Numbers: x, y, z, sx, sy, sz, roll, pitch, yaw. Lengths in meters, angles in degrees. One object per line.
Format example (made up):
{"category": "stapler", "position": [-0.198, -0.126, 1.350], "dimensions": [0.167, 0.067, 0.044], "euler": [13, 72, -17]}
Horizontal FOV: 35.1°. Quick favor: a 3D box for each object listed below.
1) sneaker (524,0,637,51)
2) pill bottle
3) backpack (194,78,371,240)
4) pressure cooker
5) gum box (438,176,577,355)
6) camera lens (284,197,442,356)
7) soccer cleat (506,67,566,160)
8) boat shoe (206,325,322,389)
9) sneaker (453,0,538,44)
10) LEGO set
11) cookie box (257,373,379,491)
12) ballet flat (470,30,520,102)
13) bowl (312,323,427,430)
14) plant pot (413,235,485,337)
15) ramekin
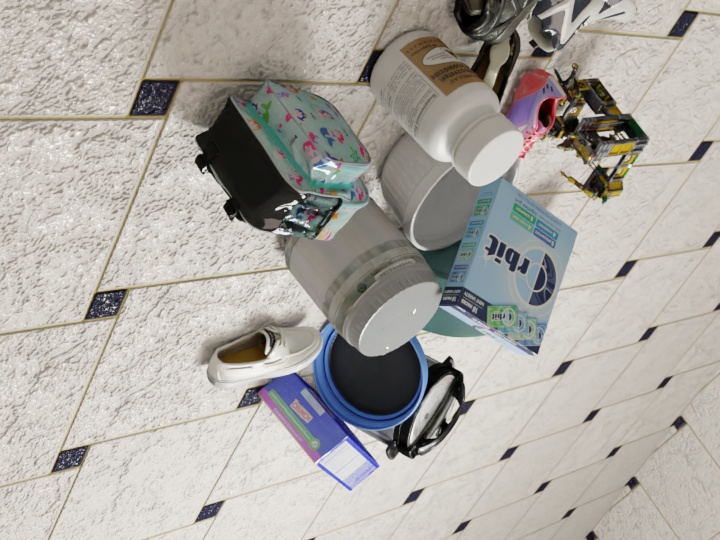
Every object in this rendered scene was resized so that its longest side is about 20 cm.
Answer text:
{"category": "sneaker", "position": [0.293, -0.356, 1.580], "dimensions": [0.199, 0.080, 0.130], "euler": [7, 128, -53]}
{"category": "pill bottle", "position": [0.112, -0.205, 1.449], "dimensions": [0.114, 0.200, 0.115], "euler": [-29, 150, -19]}
{"category": "backpack", "position": [-0.077, -0.127, 1.364], "dimensions": [0.151, 0.178, 0.200], "euler": [-43, 156, 16]}
{"category": "pressure cooker", "position": [0.080, 0.221, 1.974], "dimensions": [0.178, 0.199, 0.177], "euler": [-14, 126, -57]}
{"category": "gum box", "position": [0.214, -0.004, 1.622], "dimensions": [0.170, 0.044, 0.201], "euler": [31, 71, -31]}
{"category": "camera lens", "position": [0.000, 0.000, 1.604], "dimensions": [0.159, 0.200, 0.160], "euler": [-29, 149, -19]}
{"category": "soccer cleat", "position": [0.252, -0.215, 1.731], "dimensions": [0.066, 0.077, 0.201], "euler": [-19, 145, -33]}
{"category": "boat shoe", "position": [-0.142, 0.120, 1.748], "dimensions": [0.199, 0.071, 0.070], "euler": [-14, 146, -28]}
{"category": "sneaker", "position": [0.188, -0.374, 1.432], "dimensions": [0.114, 0.076, 0.200], "euler": [-8, 144, -54]}
{"category": "LEGO set", "position": [0.333, -0.203, 1.736], "dimensions": [0.115, 0.201, 0.154], "euler": [-9, 153, -31]}
{"category": "cookie box", "position": [-0.069, 0.272, 1.938], "dimensions": [0.075, 0.171, 0.200], "euler": [-41, 151, -3]}
{"category": "ballet flat", "position": [0.163, -0.245, 1.531], "dimensions": [0.068, 0.068, 0.201], "euler": [95, 14, -81]}
{"category": "bowl", "position": [0.017, 0.161, 1.865], "dimensions": [0.201, 0.200, 0.039], "euler": [-54, 168, 24]}
{"category": "plant pot", "position": [0.155, 0.018, 1.743], "dimensions": [0.141, 0.200, 0.142], "euler": [-33, 119, -22]}
{"category": "ramekin", "position": [0.122, -0.137, 1.658], "dimensions": [0.200, 0.105, 0.201], "euler": [-29, 149, -20]}
